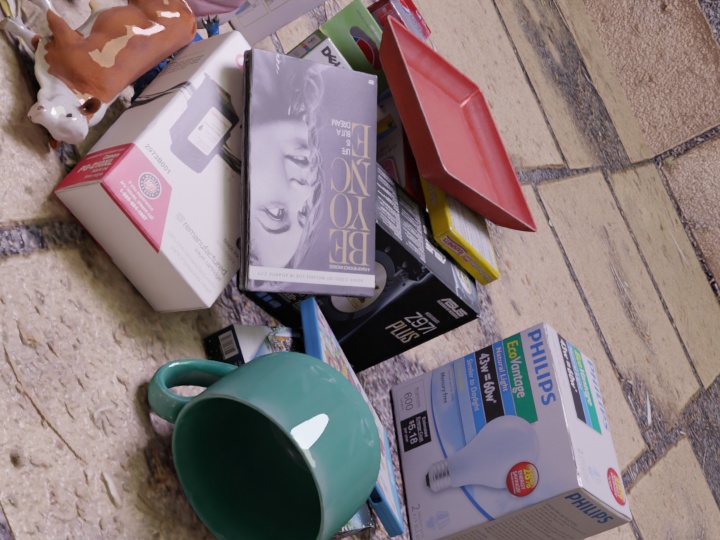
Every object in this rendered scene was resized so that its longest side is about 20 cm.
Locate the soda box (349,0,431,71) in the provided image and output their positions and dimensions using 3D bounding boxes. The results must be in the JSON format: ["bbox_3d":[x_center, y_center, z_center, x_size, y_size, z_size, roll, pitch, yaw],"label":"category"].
[{"bbox_3d":[-0.024,-0.229,1.484,0.064,0.199,0.070,56,25,-15],"label":"soda box"}]

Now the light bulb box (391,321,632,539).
[{"bbox_3d":[0.157,0.194,1.446,0.125,0.199,0.200,36,36,-46],"label":"light bulb box"}]

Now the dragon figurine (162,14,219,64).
[{"bbox_3d":[-0.165,-0.207,1.352,0.200,0.059,0.100,25,46,-54],"label":"dragon figurine"}]

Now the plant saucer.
[{"bbox_3d":[0.094,-0.141,1.400,0.199,0.037,0.201,26,38,-52],"label":"plant saucer"}]

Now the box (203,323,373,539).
[{"bbox_3d":[-0.064,0.150,1.240,0.136,0.037,0.201,10,58,-61],"label":"box"}]

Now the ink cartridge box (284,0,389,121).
[{"bbox_3d":[-0.045,-0.175,1.392,0.104,0.200,0.059,51,0,-25],"label":"ink cartridge box"}]

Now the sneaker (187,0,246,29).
[{"bbox_3d":[-0.204,-0.298,1.363,0.199,0.105,0.076,11,54,-25],"label":"sneaker"}]

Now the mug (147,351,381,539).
[{"bbox_3d":[-0.067,0.130,1.093,0.114,0.152,0.186,-33,94,-48],"label":"mug"}]

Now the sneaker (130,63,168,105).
[{"bbox_3d":[-0.153,-0.104,1.282,0.085,0.077,0.201,-72,140,-70],"label":"sneaker"}]

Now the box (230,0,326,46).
[{"bbox_3d":[-0.061,-0.355,1.529,0.102,0.199,0.113,57,25,-15],"label":"box"}]

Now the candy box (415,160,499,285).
[{"bbox_3d":[0.094,-0.087,1.415,0.102,0.026,0.201,38,31,-42],"label":"candy box"}]

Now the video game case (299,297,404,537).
[{"bbox_3d":[-0.008,0.142,1.303,0.144,0.018,0.201,-101,168,-53],"label":"video game case"}]

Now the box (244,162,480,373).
[{"bbox_3d":[0.000,0.000,1.361,0.200,0.163,0.087,41,33,-42],"label":"box"}]

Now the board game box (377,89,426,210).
[{"bbox_3d":[-0.005,-0.118,1.476,0.040,0.152,0.201,43,33,-39],"label":"board game box"}]

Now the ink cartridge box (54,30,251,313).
[{"bbox_3d":[-0.140,-0.086,1.163,0.145,0.084,0.200,52,55,-25],"label":"ink cartridge box"}]

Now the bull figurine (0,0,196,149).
[{"bbox_3d":[-0.228,-0.192,1.152,0.122,0.065,0.200,52,53,-7],"label":"bull figurine"}]

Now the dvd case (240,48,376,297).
[{"bbox_3d":[-0.042,-0.080,1.173,0.148,0.016,0.202,5,85,-45],"label":"dvd case"}]
